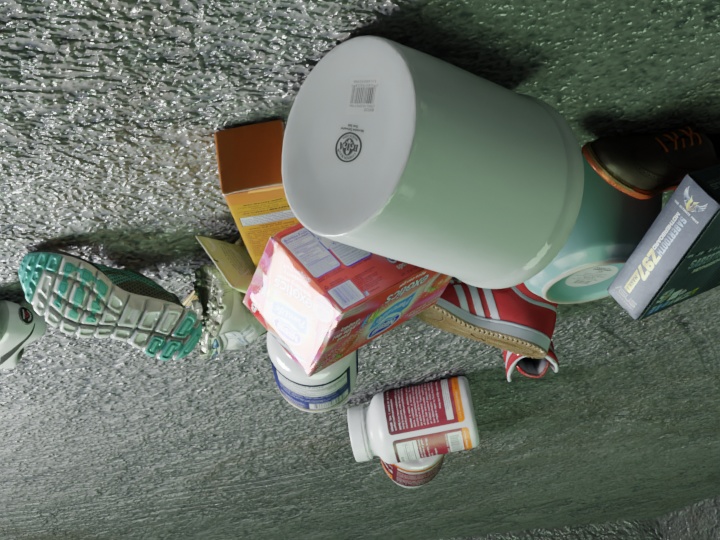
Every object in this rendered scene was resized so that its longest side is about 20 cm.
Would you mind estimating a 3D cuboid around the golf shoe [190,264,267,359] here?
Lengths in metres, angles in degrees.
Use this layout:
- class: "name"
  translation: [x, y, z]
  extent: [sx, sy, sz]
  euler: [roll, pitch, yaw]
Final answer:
- class: "golf shoe"
  translation: [-0.133, 0.037, 1.278]
  extent: [0.095, 0.080, 0.200]
  euler: [-9, 167, -12]

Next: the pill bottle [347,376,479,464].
- class: "pill bottle"
  translation: [0.083, 0.240, 1.852]
  extent: [0.196, 0.115, 0.113]
  euler: [-11, 159, 4]

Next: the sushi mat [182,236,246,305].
- class: "sushi mat"
  translation: [-0.118, -0.002, 1.292]
  extent: [0.094, 0.012, 0.200]
  euler: [4, 154, -29]

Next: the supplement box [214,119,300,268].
- class: "supplement box"
  translation: [-0.084, -0.061, 1.090]
  extent: [0.068, 0.068, 0.200]
  euler: [-11, 158, 2]

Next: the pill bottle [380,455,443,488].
- class: "pill bottle"
  translation: [0.089, 0.306, 2.019]
  extent: [0.112, 0.116, 0.201]
  euler: [-9, 158, -3]

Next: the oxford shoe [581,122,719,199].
- class: "oxford shoe"
  translation: [0.296, -0.117, 1.147]
  extent: [0.198, 0.072, 0.073]
  euler: [-1, 141, -39]

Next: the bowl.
- class: "bowl"
  translation: [0.238, -0.034, 1.256]
  extent: [0.197, 0.107, 0.201]
  euler: [-9, 159, -4]

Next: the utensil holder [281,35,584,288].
- class: "utensil holder"
  translation: [0.057, -0.084, 0.960]
  extent: [0.198, 0.173, 0.169]
  euler: [13, 149, -42]

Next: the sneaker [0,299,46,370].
- class: "sneaker"
  translation: [-0.424, 0.093, 1.303]
  extent: [0.198, 0.075, 0.088]
  euler: [-25, 152, 34]

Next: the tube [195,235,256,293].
- class: "tube"
  translation: [-0.091, 0.009, 1.233]
  extent: [0.057, 0.053, 0.199]
  euler: [0, 169, 33]

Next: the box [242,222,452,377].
- class: "box"
  translation: [0.000, 0.000, 1.104]
  extent: [0.199, 0.103, 0.095]
  euler: [-28, 156, -44]

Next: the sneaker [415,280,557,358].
- class: "sneaker"
  translation: [0.147, 0.022, 1.426]
  extent: [0.197, 0.114, 0.071]
  euler: [20, 162, 7]

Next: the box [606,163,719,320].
- class: "box"
  translation: [0.355, -0.040, 1.186]
  extent: [0.198, 0.051, 0.159]
  euler: [-17, 144, -43]

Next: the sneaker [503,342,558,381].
- class: "sneaker"
  translation: [0.220, 0.100, 1.545]
  extent: [0.070, 0.114, 0.200]
  euler: [-13, 158, 9]

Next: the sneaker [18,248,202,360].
- class: "sneaker"
  translation: [-0.262, 0.028, 1.219]
  extent: [0.198, 0.091, 0.078]
  euler: [28, 102, -27]

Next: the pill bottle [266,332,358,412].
- class: "pill bottle"
  translation: [-0.057, 0.094, 1.426]
  extent: [0.109, 0.113, 0.201]
  euler: [-9, 158, -4]
